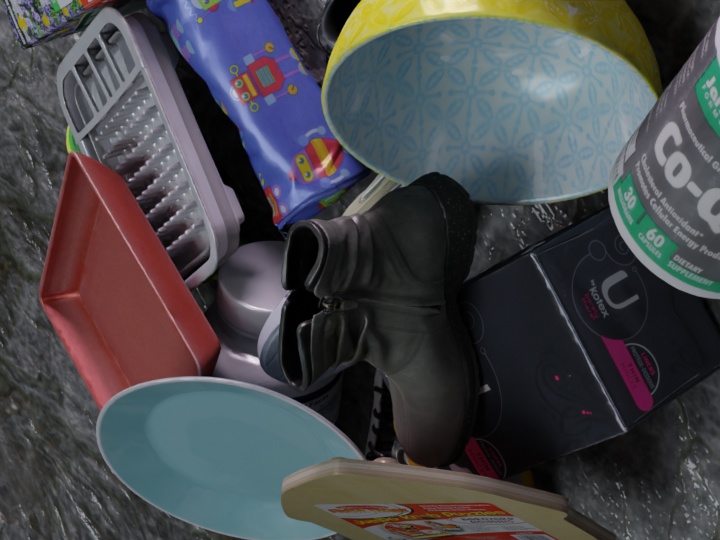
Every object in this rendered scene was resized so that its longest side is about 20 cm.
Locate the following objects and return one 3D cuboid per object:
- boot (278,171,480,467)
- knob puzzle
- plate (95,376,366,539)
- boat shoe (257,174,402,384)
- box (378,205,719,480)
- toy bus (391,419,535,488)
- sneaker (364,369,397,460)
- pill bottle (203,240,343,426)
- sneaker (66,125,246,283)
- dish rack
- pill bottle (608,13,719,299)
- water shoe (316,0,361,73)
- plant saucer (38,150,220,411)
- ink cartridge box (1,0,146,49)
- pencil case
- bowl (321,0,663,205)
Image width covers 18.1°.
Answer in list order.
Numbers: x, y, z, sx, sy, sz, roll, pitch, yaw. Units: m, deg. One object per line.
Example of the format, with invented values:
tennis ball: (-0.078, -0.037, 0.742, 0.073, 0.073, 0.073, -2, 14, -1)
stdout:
boot: (0.003, 0.044, 1.345, 0.068, 0.130, 0.201, 27, 129, 42)
knob puzzle: (0.039, 0.137, 1.394, 0.219, 0.219, 0.031, -20, 58, 55)
plate: (-0.085, 0.126, 1.575, 0.199, 0.026, 0.201, 9, 142, 7)
boat shoe: (0.000, 0.000, 1.530, 0.200, 0.072, 0.062, -46, 31, 31)
box: (0.113, 0.050, 1.412, 0.200, 0.106, 0.123, -31, 87, 55)
toy bus: (0.084, 0.184, 1.547, 0.065, 0.078, 0.201, -147, 39, -65)
sneaker: (0.037, 0.111, 1.575, 0.074, 0.080, 0.201, 15, 122, 49)
pill bottle: (-0.068, 0.082, 1.662, 0.111, 0.111, 0.201, 36, 137, 33)
sneaker: (-0.158, -0.067, 1.713, 0.200, 0.074, 0.084, 46, 146, 24)
dish rack: (-0.146, -0.081, 1.620, 0.172, 0.043, 0.201, -34, 77, 62)
pill bottle: (0.218, -0.081, 1.183, 0.113, 0.113, 0.200, 52, 144, 16)
water shoe: (-0.001, -0.155, 1.449, 0.072, 0.079, 0.201, 47, 142, 22)
plant saucer: (-0.166, 0.039, 1.653, 0.200, 0.037, 0.200, 58, 150, 23)
ink cartridge box: (-0.162, -0.216, 1.589, 0.200, 0.109, 0.051, -18, 95, 55)
pencil case: (-0.069, -0.125, 1.559, 0.201, 0.078, 0.087, 59, 176, 4)
bowl: (0.080, -0.133, 1.315, 0.200, 0.199, 0.108, -42, 36, 54)
